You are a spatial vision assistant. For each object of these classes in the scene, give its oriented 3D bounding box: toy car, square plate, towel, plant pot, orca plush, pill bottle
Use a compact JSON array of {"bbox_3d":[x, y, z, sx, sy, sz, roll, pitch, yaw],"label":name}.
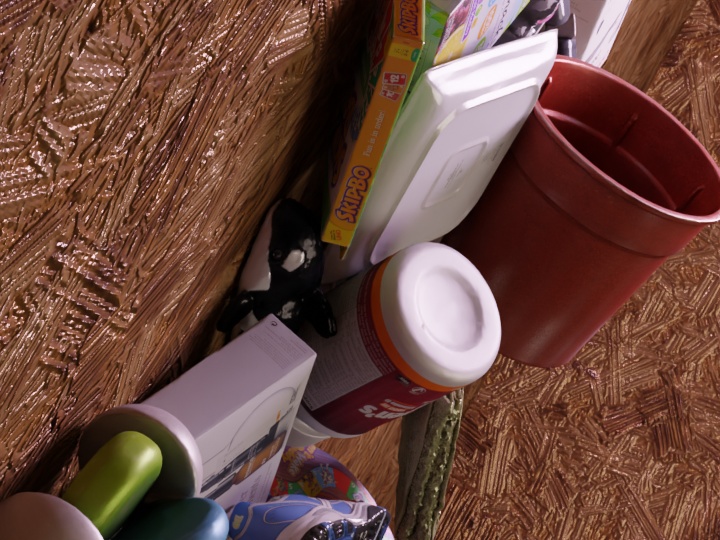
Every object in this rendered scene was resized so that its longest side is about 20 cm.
[{"bbox_3d":[-0.144,0.193,1.178,0.175,0.149,0.201,-43,160,-58],"label":"toy car"},{"bbox_3d":[0.063,-0.082,1.477,0.198,0.028,0.201,-24,149,-52],"label":"square plate"},{"bbox_3d":[0.054,0.116,1.590,0.149,0.036,0.201,-87,-176,-45],"label":"towel"},{"bbox_3d":[0.166,-0.039,1.623,0.196,0.200,0.201,-54,174,29],"label":"plant pot"},{"bbox_3d":[-0.056,0.040,1.418,0.105,0.071,0.201,-42,160,-60],"label":"orca plush"},{"bbox_3d":[0.004,0.062,1.481,0.200,0.110,0.110,-30,-165,45],"label":"pill bottle"}]

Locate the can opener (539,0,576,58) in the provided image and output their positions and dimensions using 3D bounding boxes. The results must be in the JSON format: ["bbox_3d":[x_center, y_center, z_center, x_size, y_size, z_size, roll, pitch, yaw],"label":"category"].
[{"bbox_3d":[0.156,-0.182,1.683,0.067,0.053,0.202,-25,115,-67],"label":"can opener"}]

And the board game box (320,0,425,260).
[{"bbox_3d":[0.006,-0.108,1.341,0.096,0.030,0.201,-87,-169,-47],"label":"board game box"}]

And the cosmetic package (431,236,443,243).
[{"bbox_3d":[0.101,-0.118,1.758,0.200,0.071,0.106,-52,167,-40],"label":"cosmetic package"}]

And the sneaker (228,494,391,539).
[{"bbox_3d":[-0.034,0.197,1.473,0.076,0.077,0.200,-66,160,-4],"label":"sneaker"}]

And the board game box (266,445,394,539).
[{"bbox_3d":[-0.031,0.214,1.582,0.039,0.158,0.200,-37,180,36],"label":"board game box"}]

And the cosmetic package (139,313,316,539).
[{"bbox_3d":[-0.116,0.142,1.382,0.150,0.052,0.201,-32,154,-38],"label":"cosmetic package"}]

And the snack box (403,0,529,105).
[{"bbox_3d":[0.077,-0.204,1.448,0.200,0.053,0.143,-52,168,-37],"label":"snack box"}]

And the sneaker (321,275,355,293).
[{"bbox_3d":[0.000,0.000,1.597,0.077,0.080,0.201,-52,148,-32],"label":"sneaker"}]

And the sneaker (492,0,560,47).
[{"bbox_3d":[0.096,-0.169,1.589,0.200,0.080,0.086,-45,173,-39],"label":"sneaker"}]

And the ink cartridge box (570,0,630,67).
[{"bbox_3d":[0.201,-0.251,1.860,0.146,0.084,0.201,-52,169,-40],"label":"ink cartridge box"}]
